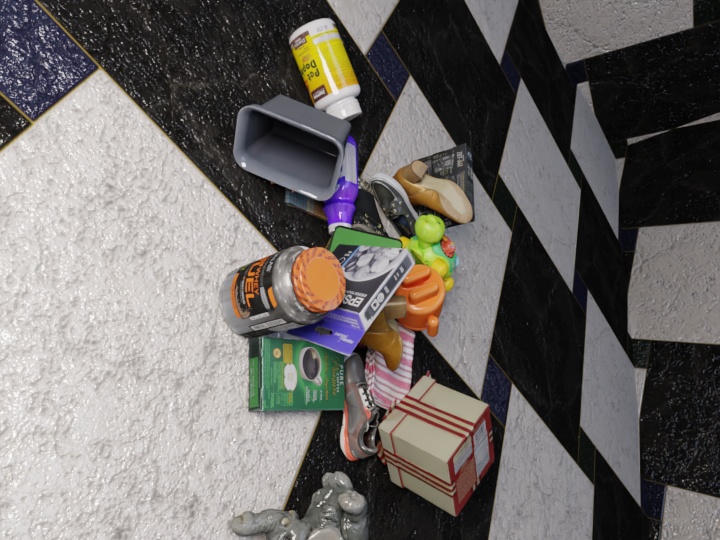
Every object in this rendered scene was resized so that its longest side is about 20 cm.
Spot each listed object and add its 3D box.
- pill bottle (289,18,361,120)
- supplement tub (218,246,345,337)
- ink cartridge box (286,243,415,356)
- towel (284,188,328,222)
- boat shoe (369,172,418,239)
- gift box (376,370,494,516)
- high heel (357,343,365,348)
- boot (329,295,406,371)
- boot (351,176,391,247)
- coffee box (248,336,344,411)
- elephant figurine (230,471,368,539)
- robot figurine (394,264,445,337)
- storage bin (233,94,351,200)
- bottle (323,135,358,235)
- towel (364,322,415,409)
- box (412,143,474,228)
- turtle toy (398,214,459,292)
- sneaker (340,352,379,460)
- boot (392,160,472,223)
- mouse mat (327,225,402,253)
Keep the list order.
[{"bbox_3d":[-0.069,-0.420,1.140,0.109,0.108,0.203,-32,102,-49],"label":"pill bottle"},{"bbox_3d":[-0.126,0.034,0.849,0.122,0.198,0.125,20,62,-44],"label":"supplement tub"},{"bbox_3d":[-0.029,0.039,0.922,0.201,0.197,0.044,-53,123,-22],"label":"ink cartridge box"},{"bbox_3d":[-0.098,-0.210,1.106,0.146,0.021,0.204,19,65,-44],"label":"towel"},{"bbox_3d":[0.085,-0.146,1.265,0.200,0.068,0.057,48,46,-31],"label":"boat shoe"},{"bbox_3d":[0.148,0.325,1.056,0.184,0.185,0.203,-34,125,-39],"label":"gift box"},{"bbox_3d":[0.038,0.063,1.098,0.200,0.067,0.097,-46,134,-12],"label":"high heel"},{"bbox_3d":[0.011,0.124,1.028,0.071,0.141,0.203,-105,-167,-49],"label":"boot"},{"bbox_3d":[0.030,-0.102,1.179,0.203,0.073,0.156,36,41,-51],"label":"boot"},{"bbox_3d":[-0.108,0.187,0.940,0.198,0.044,0.125,13,69,-47],"label":"coffee box"},{"bbox_3d":[-0.087,0.428,0.842,0.199,0.155,0.143,-25,140,-40],"label":"elephant figurine"},{"bbox_3d":[0.127,0.061,1.171,0.118,0.142,0.201,-59,165,-20],"label":"robot figurine"},{"bbox_3d":[-0.114,-0.233,0.983,0.197,0.147,0.135,23,39,3],"label":"storage bin"},{"bbox_3d":[-0.045,-0.173,1.077,0.065,0.082,0.204,16,69,-54],"label":"bottle"},{"bbox_3d":[0.070,0.201,1.158,0.146,0.030,0.203,33,54,-40],"label":"towel"},{"bbox_3d":[0.208,-0.207,1.354,0.043,0.158,0.203,29,56,-49],"label":"box"},{"bbox_3d":[0.162,-0.048,1.213,0.101,0.145,0.200,-49,149,-10],"label":"turtle toy"},{"bbox_3d":[0.007,0.259,1.023,0.076,0.081,0.204,10,71,-47],"label":"sneaker"},{"bbox_3d":[0.166,-0.177,1.282,0.201,0.144,0.071,41,72,-8],"label":"boot"},{"bbox_3d":[0.000,0.000,1.086,0.198,0.007,0.163,9,102,-44],"label":"mouse mat"}]
